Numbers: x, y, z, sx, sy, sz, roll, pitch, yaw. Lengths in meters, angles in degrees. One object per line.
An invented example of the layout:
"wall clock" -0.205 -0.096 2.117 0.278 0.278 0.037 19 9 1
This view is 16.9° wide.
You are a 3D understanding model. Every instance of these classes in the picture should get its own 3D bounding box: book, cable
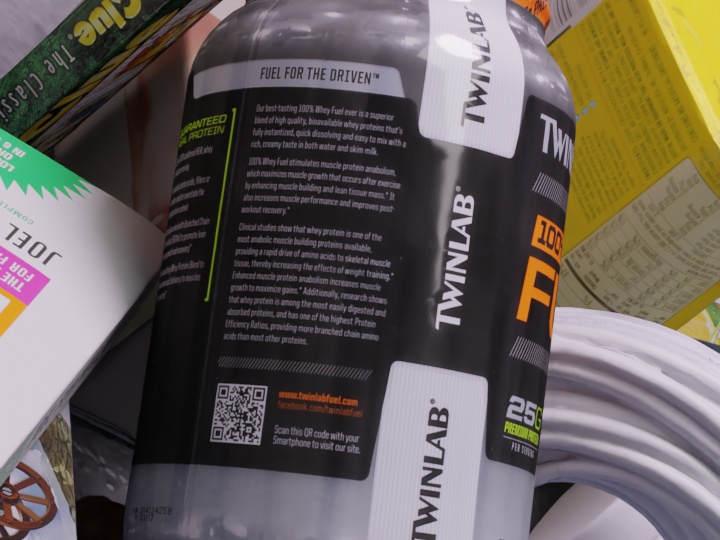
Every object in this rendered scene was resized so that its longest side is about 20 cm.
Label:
"book" -0.144 0.009 0.680 0.133 0.048 0.200 31 28 -1
"cable" 0.074 0.108 0.829 0.069 0.199 0.201 -46 134 -66

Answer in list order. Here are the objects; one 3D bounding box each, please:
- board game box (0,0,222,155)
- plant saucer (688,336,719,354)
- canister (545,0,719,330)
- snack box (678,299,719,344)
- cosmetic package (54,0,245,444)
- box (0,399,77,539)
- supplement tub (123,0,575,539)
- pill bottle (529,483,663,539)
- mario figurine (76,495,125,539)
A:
"board game box" -0.081 -0.083 0.836 0.023 0.200 0.105 53 32 0
"plant saucer" 0.178 0.096 1.024 0.200 0.200 0.027 39 71 -17
"canister" 0.079 -0.024 0.975 0.086 0.200 0.149 14 46 -43
"snack box" 0.138 -0.005 1.170 0.142 0.053 0.200 40 31 -19
"cosmetic package" -0.053 -0.028 0.921 0.103 0.087 0.200 28 38 -34
"box" -0.157 0.022 0.724 0.136 0.038 0.200 16 34 -22
"supplement tub" 0.000 0.000 0.737 0.122 0.122 0.201 16 78 -43
"pill bottle" 0.161 0.161 0.969 0.200 0.112 0.112 47 31 -3
"mario figurine" -0.044 0.150 0.721 0.123 0.106 0.200 -30 70 -22
